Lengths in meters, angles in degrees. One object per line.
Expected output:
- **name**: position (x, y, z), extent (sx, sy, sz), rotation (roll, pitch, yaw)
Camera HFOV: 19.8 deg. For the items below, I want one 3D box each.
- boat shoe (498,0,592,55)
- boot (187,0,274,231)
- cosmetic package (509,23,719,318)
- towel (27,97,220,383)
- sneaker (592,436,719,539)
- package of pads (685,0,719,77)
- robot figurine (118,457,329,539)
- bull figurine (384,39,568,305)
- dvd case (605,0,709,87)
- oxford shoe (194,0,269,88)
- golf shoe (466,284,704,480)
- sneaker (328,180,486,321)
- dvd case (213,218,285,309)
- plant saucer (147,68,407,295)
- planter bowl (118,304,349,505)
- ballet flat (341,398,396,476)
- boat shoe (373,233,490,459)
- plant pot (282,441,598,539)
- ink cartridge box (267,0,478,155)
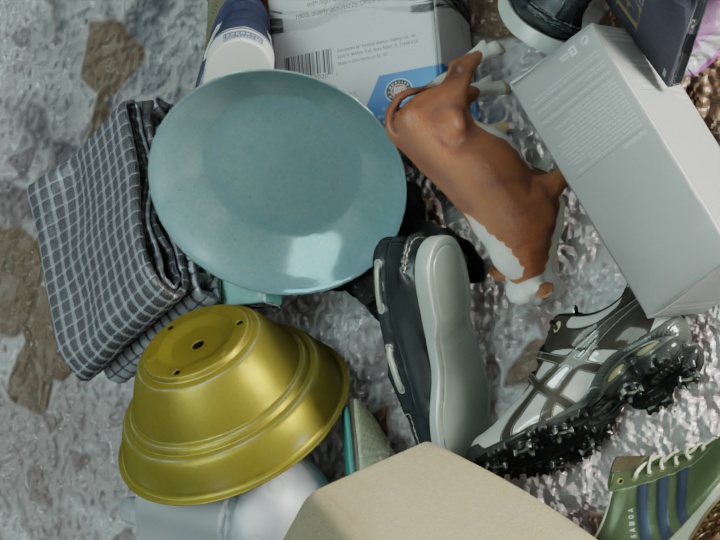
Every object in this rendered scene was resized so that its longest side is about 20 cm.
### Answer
- **boat shoe**: position (0.127, -0.230, 1.537), extent (0.061, 0.075, 0.201), rotation (-59, 34, 25)
- **boot**: position (-0.102, -0.114, 1.629), extent (0.091, 0.072, 0.201), rotation (-90, 14, -58)
- **cosmetic package**: position (0.205, -0.070, 1.460), extent (0.090, 0.106, 0.201), rotation (-34, 72, 28)
- **towel**: position (-0.201, -0.027, 1.726), extent (0.165, 0.085, 0.202), rotation (-42, 53, 43)
- **sneaker**: position (0.215, 0.157, 1.458), extent (0.090, 0.067, 0.201), rotation (45, 113, 25)
- **package of pads**: position (0.235, -0.254, 1.492), extent (0.120, 0.075, 0.201), rotation (-35, 66, 24)
- **robot figurine**: position (-0.101, 0.192, 1.650), extent (0.199, 0.113, 0.171), rotation (11, 92, 36)
- **bull figurine**: position (0.107, -0.070, 1.530), extent (0.122, 0.200, 0.065), rotation (-48, 14, -19)
- **dvd case**: position (0.185, -0.249, 1.433), extent (0.149, 0.016, 0.201), rotation (100, 147, -52)
- **oxford shoe**: position (-0.099, -0.209, 1.728), extent (0.073, 0.071, 0.201), rotation (17, 80, 41)
- **golf shoe**: position (0.156, 0.082, 1.515), extent (0.199, 0.078, 0.095), rotation (-33, 56, 20)
- **sneaker**: position (0.002, 0.001, 1.635), extent (0.199, 0.060, 0.105), rotation (-27, 65, 26)
- **dvd case**: position (-0.122, -0.038, 1.710), extent (0.199, 0.022, 0.148), rotation (-6, 79, 56)
- **plant saucer**: position (-0.061, -0.073, 1.570), extent (0.200, 0.201, 0.039), rotation (-34, 23, 27)
- **planter bowl**: position (-0.115, 0.086, 1.621), extent (0.199, 0.201, 0.084), rotation (3, 130, 35)
- **ballet flat**: position (0.020, 0.200, 1.606), extent (0.062, 0.067, 0.202), rotation (-2, 84, -4)
- **boat shoe**: position (0.052, 0.069, 1.553), extent (0.060, 0.075, 0.202), rotation (4, 105, 35)
- **plant pot**: position (0.038, 0.241, 1.451), extent (0.177, 0.199, 0.201), rotation (47, 130, 23)
- **ink cartridge box**: position (0.008, -0.194, 1.629), extent (0.145, 0.086, 0.202), rotation (-9, 78, 25)
